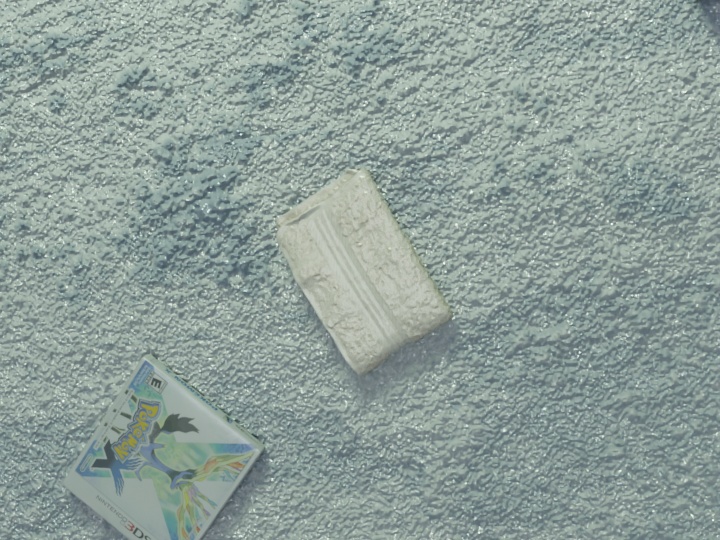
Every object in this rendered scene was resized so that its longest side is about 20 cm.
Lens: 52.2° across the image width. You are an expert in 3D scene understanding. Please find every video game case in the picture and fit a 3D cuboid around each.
[{"bbox_3d":[-0.239,0.234,0.881,0.181,0.022,0.201,36,100,5],"label":"video game case"}]

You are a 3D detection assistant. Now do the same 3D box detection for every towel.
[{"bbox_3d":[0.000,0.000,0.809,0.132,0.034,0.201,-32,89,12],"label":"towel"}]
